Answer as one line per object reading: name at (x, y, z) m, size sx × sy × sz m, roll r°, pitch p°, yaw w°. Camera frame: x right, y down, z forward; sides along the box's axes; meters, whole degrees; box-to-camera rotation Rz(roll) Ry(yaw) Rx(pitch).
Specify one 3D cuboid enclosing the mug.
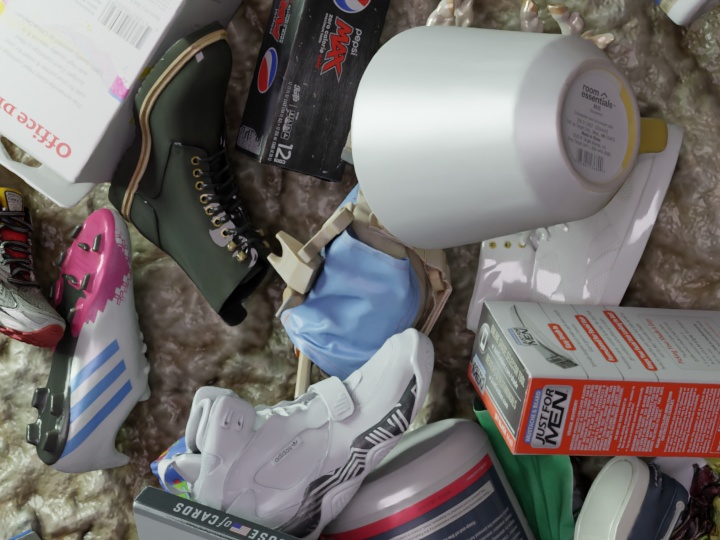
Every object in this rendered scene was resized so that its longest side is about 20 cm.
mug at (0.109, -0.100, 1.188) m, size 0.152 × 0.186 × 0.150 m, roll 0°, pitch 123°, yaw 48°

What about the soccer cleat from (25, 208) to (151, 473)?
soccer cleat at (-0.194, 0.055, 1.380) m, size 0.086 × 0.070 × 0.202 m, roll 11°, pitch 93°, yaw -34°

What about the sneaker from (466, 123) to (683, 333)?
sneaker at (0.145, -0.029, 1.298) m, size 0.115 × 0.074 × 0.201 m, roll 25°, pitch 99°, yaw 6°

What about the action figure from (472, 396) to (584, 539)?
action figure at (0.148, 0.185, 1.305) m, size 0.054 × 0.118 × 0.202 m, roll -23°, pitch 105°, yaw -15°

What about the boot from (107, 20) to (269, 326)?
boot at (-0.099, -0.067, 1.301) m, size 0.138 × 0.077 × 0.201 m, roll 48°, pitch 145°, yaw 17°

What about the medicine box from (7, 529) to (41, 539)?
medicine box at (-0.295, 0.333, 1.395) m, size 0.199 × 0.103 × 0.183 m, roll -35°, pitch 86°, yaw 11°

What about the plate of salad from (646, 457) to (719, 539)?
plate of salad at (0.259, 0.214, 1.275) m, size 0.198 × 0.048 × 0.202 m, roll -1°, pitch 95°, yaw -10°

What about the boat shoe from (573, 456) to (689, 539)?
boat shoe at (0.161, 0.223, 1.216) m, size 0.062 × 0.075 × 0.201 m, roll 29°, pitch 72°, yaw -19°

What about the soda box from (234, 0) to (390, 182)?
soda box at (-0.028, -0.171, 1.319) m, size 0.070 × 0.063 × 0.202 m, roll 13°, pitch 97°, yaw -27°

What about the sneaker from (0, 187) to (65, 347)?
sneaker at (-0.280, -0.020, 1.364) m, size 0.082 × 0.078 × 0.200 m, roll -45°, pitch 63°, yaw 5°

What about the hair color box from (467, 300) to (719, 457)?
hair color box at (0.185, 0.074, 1.232) m, size 0.198 × 0.111 × 0.064 m, roll 4°, pitch 114°, yaw -16°

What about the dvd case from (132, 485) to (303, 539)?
dvd case at (-0.074, 0.242, 1.222) m, size 0.149 × 0.025 × 0.201 m, roll 16°, pitch 132°, yaw 23°

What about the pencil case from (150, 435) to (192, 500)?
pencil case at (-0.069, 0.199, 1.289) m, size 0.078 × 0.087 × 0.201 m, roll -23°, pitch 99°, yaw 38°

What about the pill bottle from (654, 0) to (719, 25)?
pill bottle at (0.198, -0.278, 1.253) m, size 0.111 × 0.111 × 0.200 m, roll -41°, pitch 85°, yaw 11°

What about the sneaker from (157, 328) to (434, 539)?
sneaker at (-0.042, 0.098, 1.219) m, size 0.115 × 0.075 × 0.200 m, roll 41°, pitch 81°, yaw -14°

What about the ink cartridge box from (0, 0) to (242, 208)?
ink cartridge box at (-0.201, -0.160, 1.336) m, size 0.128 × 0.125 × 0.201 m, roll 36°, pitch 99°, yaw 8°

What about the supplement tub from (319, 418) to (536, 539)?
supplement tub at (0.062, 0.220, 1.289) m, size 0.139 × 0.140 × 0.201 m, roll -24°, pitch 95°, yaw 12°

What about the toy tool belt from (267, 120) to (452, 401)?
toy tool belt at (0.000, 0.000, 1.270) m, size 0.124 × 0.123 × 0.201 m, roll 25°, pitch 130°, yaw 8°

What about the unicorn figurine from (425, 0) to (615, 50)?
unicorn figurine at (0.077, -0.128, 1.304) m, size 0.198 × 0.074 × 0.139 m, roll 8°, pitch 105°, yaw 6°
